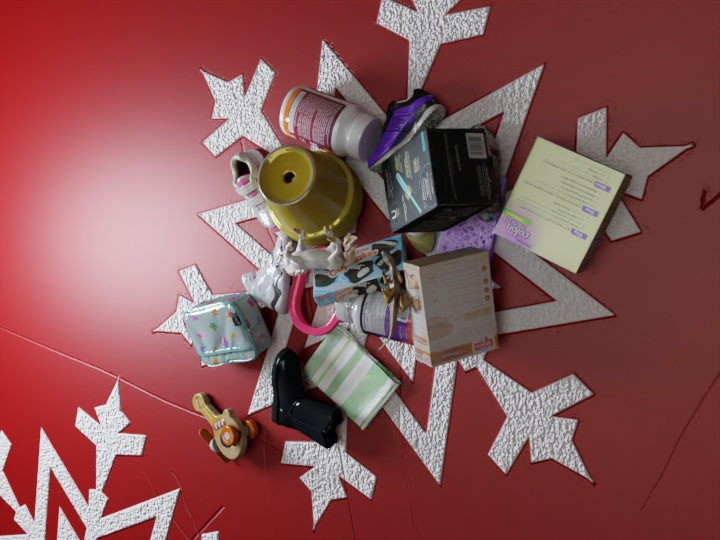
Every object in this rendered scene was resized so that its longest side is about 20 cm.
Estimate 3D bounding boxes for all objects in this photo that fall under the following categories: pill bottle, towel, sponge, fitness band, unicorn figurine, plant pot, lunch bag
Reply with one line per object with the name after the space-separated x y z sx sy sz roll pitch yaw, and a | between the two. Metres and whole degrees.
0.053 0.086 1.632 0.200 0.111 0.112 12 99 26 | pill bottle
-0.061 -0.310 1.661 0.200 0.114 0.114 26 104 23 | pill bottle
-0.023 0.234 1.730 0.200 0.023 0.153 41 111 18 | towel
0.224 -0.098 1.580 0.111 0.030 0.200 16 100 25 | sponge
-0.085 0.045 1.733 0.143 0.037 0.200 18 94 28 | fitness band
-0.104 -0.033 1.615 0.200 0.137 0.074 11 54 16 | unicorn figurine
-0.117 -0.168 1.630 0.200 0.189 0.201 -4 77 18 | plant pot
-0.307 0.141 1.812 0.200 0.077 0.161 -12 104 37 | lunch bag

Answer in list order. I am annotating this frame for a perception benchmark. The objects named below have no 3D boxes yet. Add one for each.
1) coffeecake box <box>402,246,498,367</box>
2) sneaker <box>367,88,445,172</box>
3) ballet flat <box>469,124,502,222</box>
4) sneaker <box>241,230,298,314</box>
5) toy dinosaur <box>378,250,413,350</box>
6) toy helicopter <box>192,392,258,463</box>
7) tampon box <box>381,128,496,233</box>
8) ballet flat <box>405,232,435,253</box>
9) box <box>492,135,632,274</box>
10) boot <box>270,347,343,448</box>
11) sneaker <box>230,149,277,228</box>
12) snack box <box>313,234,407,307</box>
0.177 0.069 1.524 0.073 0.153 0.200 -161 60 -65 | coffeecake box
0.078 -0.294 1.624 0.200 0.070 0.100 -43 68 18 | sneaker
0.235 -0.196 1.515 0.072 0.072 0.201 -13 77 27 | ballet flat
-0.204 -0.006 1.775 0.115 0.075 0.200 10 101 24 | sneaker
0.068 0.061 1.528 0.060 0.106 0.200 2 90 -1 | toy dinosaur
-0.342 0.374 1.885 0.200 0.079 0.132 42 119 29 | toy helicopter
0.143 -0.167 1.489 0.200 0.126 0.150 153 111 -65 | tampon box
0.106 -0.132 1.617 0.071 0.071 0.200 -10 89 27 | ballet flat
0.377 -0.122 1.465 0.176 0.097 0.200 29 105 22 | box
-0.114 0.283 1.740 0.168 0.076 0.200 17 113 28 | boot
-0.241 -0.183 1.774 0.081 0.088 0.200 -34 79 24 | sneaker
0.000 0.000 1.631 0.200 0.116 0.037 -18 128 12 | snack box
